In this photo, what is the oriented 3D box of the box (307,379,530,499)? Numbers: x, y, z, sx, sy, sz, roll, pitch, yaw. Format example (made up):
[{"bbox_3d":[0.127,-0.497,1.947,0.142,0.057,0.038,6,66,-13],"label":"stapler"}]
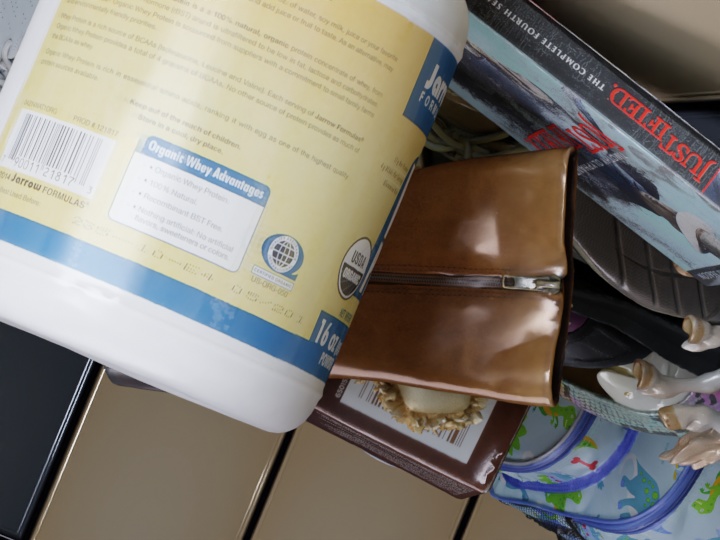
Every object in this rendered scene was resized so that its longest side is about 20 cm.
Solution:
[{"bbox_3d":[0.028,0.060,1.369,0.100,0.075,0.200,27,173,1],"label":"box"}]

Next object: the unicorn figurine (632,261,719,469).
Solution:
[{"bbox_3d":[0.207,0.028,1.270,0.137,0.074,0.200,-2,159,-12],"label":"unicorn figurine"}]

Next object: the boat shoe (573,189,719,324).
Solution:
[{"bbox_3d":[0.154,-0.011,1.347,0.200,0.075,0.073,27,173,-33],"label":"boat shoe"}]

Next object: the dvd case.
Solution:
[{"bbox_3d":[0.086,-0.063,1.115,0.200,0.022,0.146,37,174,-6],"label":"dvd case"}]

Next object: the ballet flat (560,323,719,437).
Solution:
[{"bbox_3d":[0.115,0.035,1.428,0.199,0.069,0.071,19,173,24],"label":"ballet flat"}]

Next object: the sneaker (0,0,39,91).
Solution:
[{"bbox_3d":[-0.148,-0.092,1.284,0.200,0.116,0.075,23,178,46],"label":"sneaker"}]

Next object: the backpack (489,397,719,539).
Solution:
[{"bbox_3d":[0.160,0.072,1.582,0.147,0.184,0.200,24,172,-30],"label":"backpack"}]

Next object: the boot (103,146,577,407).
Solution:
[{"bbox_3d":[-0.012,-0.039,1.132,0.199,0.189,0.068,-1,178,20],"label":"boot"}]

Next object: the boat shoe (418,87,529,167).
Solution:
[{"bbox_3d":[0.052,-0.063,1.285,0.073,0.063,0.201,23,176,-1],"label":"boat shoe"}]

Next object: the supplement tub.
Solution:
[{"bbox_3d":[-0.048,-0.059,0.970,0.144,0.201,0.145,23,176,2],"label":"supplement tub"}]

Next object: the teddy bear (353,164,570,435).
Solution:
[{"bbox_3d":[0.000,0.000,1.226,0.199,0.145,0.067,24,148,21],"label":"teddy bear"}]

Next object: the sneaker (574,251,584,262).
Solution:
[{"bbox_3d":[0.146,-0.006,1.466,0.199,0.075,0.087,22,170,5],"label":"sneaker"}]

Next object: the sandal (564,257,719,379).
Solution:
[{"bbox_3d":[0.105,0.025,1.336,0.200,0.048,0.075,25,-170,-19],"label":"sandal"}]
